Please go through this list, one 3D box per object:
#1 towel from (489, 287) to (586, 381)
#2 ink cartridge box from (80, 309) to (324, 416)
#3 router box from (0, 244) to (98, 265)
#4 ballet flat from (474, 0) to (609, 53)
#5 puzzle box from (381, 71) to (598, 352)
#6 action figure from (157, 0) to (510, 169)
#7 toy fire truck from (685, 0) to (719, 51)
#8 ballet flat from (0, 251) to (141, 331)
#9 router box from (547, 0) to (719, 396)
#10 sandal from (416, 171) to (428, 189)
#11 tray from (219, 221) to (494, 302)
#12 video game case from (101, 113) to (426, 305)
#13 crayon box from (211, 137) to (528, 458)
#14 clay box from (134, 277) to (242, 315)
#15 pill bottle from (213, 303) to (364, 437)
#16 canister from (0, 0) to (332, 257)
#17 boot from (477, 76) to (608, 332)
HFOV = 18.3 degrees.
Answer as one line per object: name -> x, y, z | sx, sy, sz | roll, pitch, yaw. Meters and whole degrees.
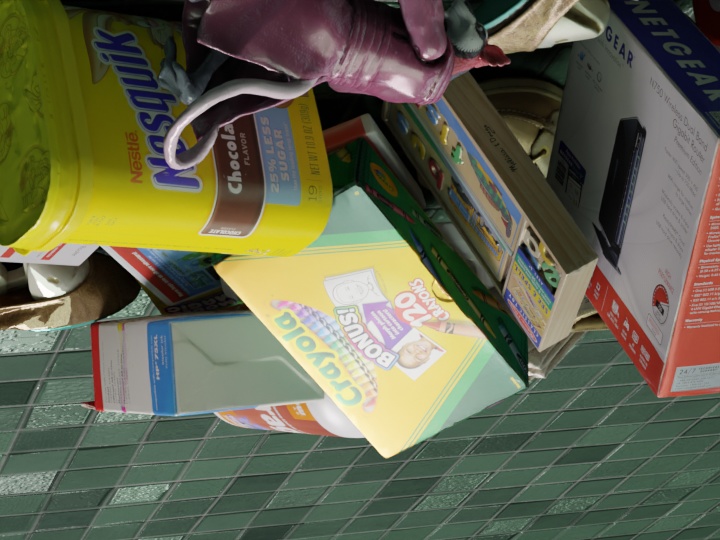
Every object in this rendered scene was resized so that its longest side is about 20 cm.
towel -> 0.068, 0.021, 1.615 | 0.200, 0.035, 0.133 | 18, -146, 26
ink cartridge box -> -0.120, 0.064, 1.602 | 0.116, 0.067, 0.200 | -5, -179, -27
router box -> -0.224, -0.068, 1.439 | 0.179, 0.049, 0.200 | 3, 154, -34
ballet flat -> 0.131, -0.171, 1.321 | 0.065, 0.071, 0.200 | 35, 145, -11
puzzle box -> 0.078, -0.055, 1.426 | 0.025, 0.200, 0.133 | -29, 161, -14
action figure -> -0.006, -0.132, 1.275 | 0.199, 0.149, 0.134 | 11, 147, -16
toy fire truck -> 0.262, -0.108, 1.422 | 0.112, 0.168, 0.200 | 1, 156, -29
ballet flat -> -0.259, 0.006, 1.608 | 0.199, 0.068, 0.072 | -6, 139, -4
router box -> 0.180, -0.054, 1.369 | 0.049, 0.200, 0.180 | -3, 123, -19
sandal -> 0.137, -0.039, 1.664 | 0.211, 0.070, 0.078 | 8, 151, -40
tray -> 0.000, 0.000, 1.537 | 0.199, 0.022, 0.107 | -3, 156, 2
video game case -> -0.066, -0.038, 1.517 | 0.200, 0.017, 0.143 | -21, 157, 8
crayon box -> 0.009, 0.021, 1.479 | 0.119, 0.058, 0.200 | -29, 119, 23
clay box -> -0.107, -0.019, 1.618 | 0.115, 0.048, 0.200 | -15, 156, 5
pill bottle -> -0.028, 0.070, 1.710 | 0.112, 0.113, 0.200 | 9, 174, -41
canister -> -0.123, -0.082, 1.325 | 0.200, 0.149, 0.087 | 3, 155, -38
boot -> 0.132, -0.041, 1.538 | 0.073, 0.156, 0.200 | -25, 154, 31
